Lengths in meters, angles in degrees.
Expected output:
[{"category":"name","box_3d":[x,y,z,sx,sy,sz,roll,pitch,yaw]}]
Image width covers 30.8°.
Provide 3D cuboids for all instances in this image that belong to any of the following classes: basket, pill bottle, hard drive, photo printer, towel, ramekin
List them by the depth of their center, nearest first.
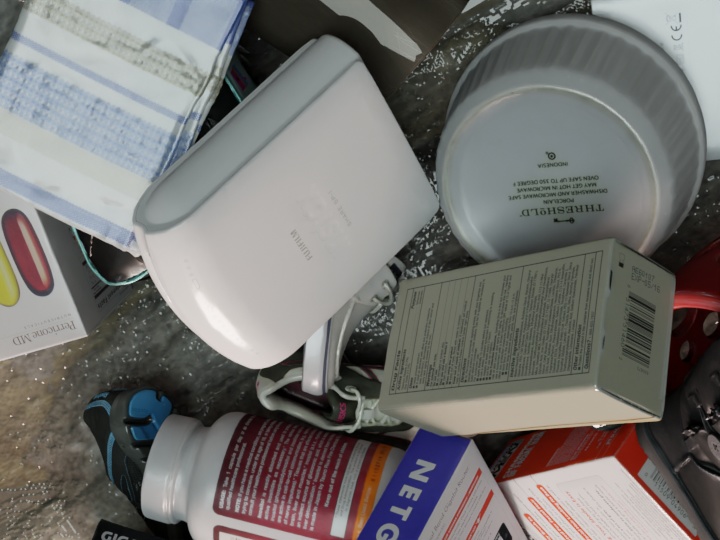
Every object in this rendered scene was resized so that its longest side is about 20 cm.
[{"category":"towel","box_3d":[-0.173,-0.125,0.890,0.146,0.024,0.201,25,101,-4]},{"category":"photo printer","box_3d":[-0.053,-0.038,0.901,0.200,0.069,0.167,-43,134,-12]},{"category":"basket","box_3d":[-0.030,-0.223,0.933,0.200,0.136,0.180,42,101,-9]},{"category":"ramekin","box_3d":[0.145,-0.075,0.945,0.200,0.094,0.204,10,119,18]},{"category":"hard drive","box_3d":[0.274,-0.149,0.955,0.198,0.026,0.133,-5,108,12]},{"category":"pill bottle","box_3d":[-0.066,0.177,1.038,0.198,0.113,0.114,12,110,8]}]

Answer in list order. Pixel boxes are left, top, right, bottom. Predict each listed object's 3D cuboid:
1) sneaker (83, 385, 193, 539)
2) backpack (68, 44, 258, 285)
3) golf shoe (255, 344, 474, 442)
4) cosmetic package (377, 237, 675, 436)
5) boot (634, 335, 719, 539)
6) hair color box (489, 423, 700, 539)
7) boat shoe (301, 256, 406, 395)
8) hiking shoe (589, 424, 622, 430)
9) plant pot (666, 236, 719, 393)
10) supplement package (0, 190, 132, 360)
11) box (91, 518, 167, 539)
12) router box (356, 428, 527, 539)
[{"category":"sneaker","box_3d":[-0.171,0.185,1.138,0.081,0.073,0.201,-3,117,43]},{"category":"backpack","box_3d":[-0.161,-0.118,0.977,0.175,0.154,0.201,-28,110,12]},{"category":"golf shoe","box_3d":[0.011,0.110,1.060,0.198,0.088,0.078,9,108,6]},{"category":"cosmetic package","box_3d":[0.109,0.051,0.888,0.073,0.105,0.199,25,157,-35]},{"category":"boot","box_3d":[0.264,0.115,0.806,0.165,0.065,0.200,47,153,12]},{"category":"hair color box","box_3d":[0.186,0.172,1.000,0.111,0.064,0.200,46,150,-7]},{"category":"boat shoe","box_3d":[0.000,0.000,1.010,0.069,0.071,0.202,11,81,-1]},{"category":"hiking shoe","box_3d":[0.138,0.073,0.987,0.074,0.200,0.087,-8,119,-26]},{"category":"plant pot","box_3d":[0.318,0.041,0.900,0.182,0.200,0.201,-42,100,-22]},{"category":"supplement package","box_3d":[-0.282,-0.043,1.048,0.113,0.110,0.202,-16,105,15]},{"category":"box","box_3d":[-0.132,0.286,1.101,0.197,0.050,0.200,16,151,0]},{"category":"router box","box_3d":[0.050,0.251,0.987,0.049,0.201,0.180,11,145,36]}]
